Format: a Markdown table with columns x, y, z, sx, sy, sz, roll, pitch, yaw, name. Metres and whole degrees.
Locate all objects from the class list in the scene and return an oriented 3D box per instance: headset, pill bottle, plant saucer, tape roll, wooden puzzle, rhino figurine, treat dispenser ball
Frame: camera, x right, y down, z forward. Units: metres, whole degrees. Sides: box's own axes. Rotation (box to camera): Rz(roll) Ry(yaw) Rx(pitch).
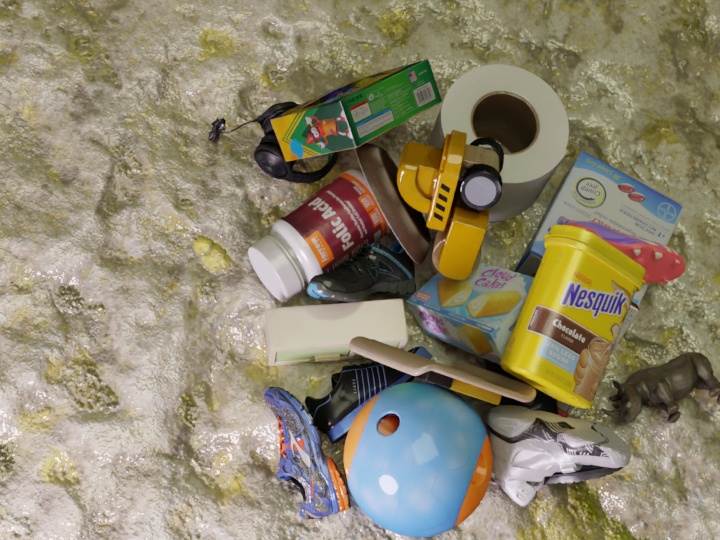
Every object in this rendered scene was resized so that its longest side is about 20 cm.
| x | y | z | sx | sy | sz | roll | pitch | yaw | name |
| --- | --- | --- | --- | --- | --- | --- | --- | --- | --- |
| -0.133 | -0.200 | 1.639 | 0.197 | 0.094 | 0.125 | 13 | 65 | -19 | headset |
| -0.060 | -0.049 | 1.552 | 0.199 | 0.114 | 0.114 | -37 | 77 | -19 | pill bottle |
| 0.054 | -0.104 | 1.548 | 0.032 | 0.200 | 0.202 | -27 | 72 | 11 | plant saucer |
| 0.208 | -0.195 | 1.632 | 0.199 | 0.139 | 0.206 | 3 | 68 | -7 | tape roll |
| 0.105 | 0.136 | 1.398 | 0.198 | 0.184 | 0.038 | 16 | 89 | -31 | wooden puzzle |
| 0.443 | 0.178 | 1.557 | 0.197 | 0.060 | 0.088 | -17 | 52 | -13 | rhino figurine |
| 0.076 | 0.251 | 1.405 | 0.198 | 0.201 | 0.204 | 3 | 68 | -6 | treat dispenser ball |

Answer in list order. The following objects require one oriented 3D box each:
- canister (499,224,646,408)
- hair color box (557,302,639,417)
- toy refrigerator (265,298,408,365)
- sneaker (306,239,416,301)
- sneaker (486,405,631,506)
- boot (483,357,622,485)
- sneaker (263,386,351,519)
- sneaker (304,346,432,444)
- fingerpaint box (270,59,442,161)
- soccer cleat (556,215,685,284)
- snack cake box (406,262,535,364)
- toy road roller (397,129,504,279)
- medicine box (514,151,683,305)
| x | y | z | sx | sy | sz | roll | pitch | yaw | name |
| --- | --- | --- | --- | --- | --- | --- | --- | --- | --- |
| 0.280 | 0.063 | 1.397 | 0.148 | 0.086 | 0.202 | 28 | 80 | -27 | canister |
| 0.298 | 0.106 | 1.515 | 0.110 | 0.064 | 0.201 | 33 | 100 | 7 | hair color box |
| -0.036 | 0.092 | 1.521 | 0.197 | 0.076 | 0.071 | -4 | 69 | -10 | toy refrigerator |
| 0.000 | 0.000 | 1.523 | 0.198 | 0.073 | 0.083 | -8 | 101 | -45 | sneaker |
| 0.259 | 0.257 | 1.410 | 0.198 | 0.075 | 0.117 | 12 | 106 | 26 | sneaker |
| 0.270 | 0.191 | 1.471 | 0.163 | 0.066 | 0.203 | -11 | 90 | 12 | boot |
| -0.087 | 0.251 | 1.455 | 0.078 | 0.076 | 0.201 | -26 | 72 | -13 | sneaker |
| 0.012 | 0.157 | 1.505 | 0.199 | 0.070 | 0.078 | -36 | 78 | -22 | sneaker |
| -0.006 | -0.240 | 1.573 | 0.199 | 0.166 | 0.074 | -32 | 108 | -38 | fingerpaint box |
| 0.375 | -0.034 | 1.523 | 0.197 | 0.067 | 0.077 | 10 | 41 | -10 | soccer cleat |
| 0.172 | 0.054 | 1.502 | 0.115 | 0.199 | 0.068 | -42 | 120 | -19 | snack cake box |
| 0.117 | -0.101 | 1.492 | 0.144 | 0.202 | 0.123 | 14 | 32 | 2 | toy road roller |
| 0.363 | -0.044 | 1.613 | 0.181 | 0.103 | 0.201 | 29 | 67 | 5 | medicine box |
